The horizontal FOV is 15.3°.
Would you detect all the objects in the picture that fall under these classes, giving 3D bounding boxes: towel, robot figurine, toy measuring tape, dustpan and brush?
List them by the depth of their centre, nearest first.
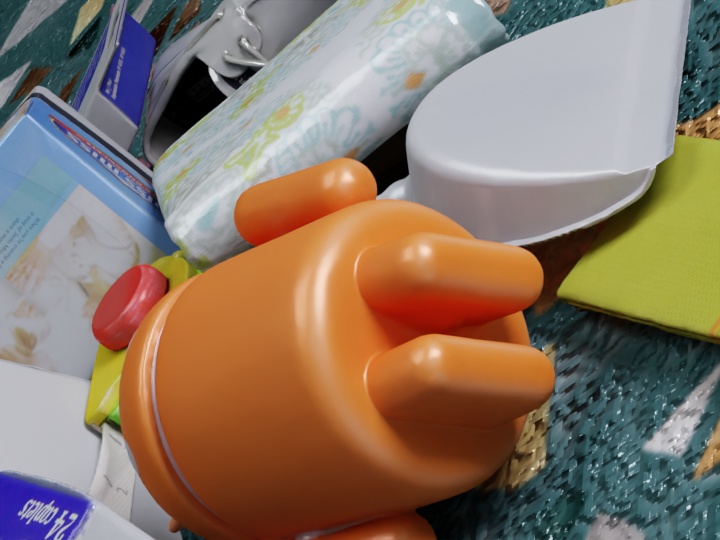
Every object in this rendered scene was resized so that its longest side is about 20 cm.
[{"bbox_3d":[0.142,-0.008,0.960,0.086,0.018,0.200,-50,21,-10],"label":"towel"},{"bbox_3d":[-0.015,0.044,1.030,0.200,0.144,0.117,-22,16,47],"label":"robot figurine"},{"bbox_3d":[0.043,-0.043,1.105,0.199,0.057,0.140,-9,33,18],"label":"dustpan and brush"},{"bbox_3d":[-0.084,0.052,1.165,0.074,0.074,0.200,-40,25,26],"label":"toy measuring tape"},{"bbox_3d":[-0.019,-0.074,1.230,0.171,0.048,0.200,-42,11,1],"label":"towel"}]

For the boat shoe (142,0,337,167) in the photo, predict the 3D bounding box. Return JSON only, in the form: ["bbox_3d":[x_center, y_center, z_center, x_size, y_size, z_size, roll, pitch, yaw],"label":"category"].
[{"bbox_3d":[-0.058,-0.118,1.435,0.200,0.072,0.066,-32,32,43],"label":"boat shoe"}]

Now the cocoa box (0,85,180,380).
[{"bbox_3d":[-0.174,0.029,1.330,0.200,0.133,0.131,-50,8,5],"label":"cocoa box"}]

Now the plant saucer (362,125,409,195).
[{"bbox_3d":[0.000,0.000,1.203,0.200,0.029,0.200,-42,24,23],"label":"plant saucer"}]

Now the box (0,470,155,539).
[{"bbox_3d":[-0.089,0.200,0.872,0.200,0.184,0.105,-57,24,-14],"label":"box"}]

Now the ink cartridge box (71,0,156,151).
[{"bbox_3d":[-0.154,-0.070,1.514,0.095,0.037,0.200,-86,18,-54],"label":"ink cartridge box"}]

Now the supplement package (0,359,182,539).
[{"bbox_3d":[-0.189,0.142,1.192,0.200,0.117,0.118,-40,54,28],"label":"supplement package"}]
